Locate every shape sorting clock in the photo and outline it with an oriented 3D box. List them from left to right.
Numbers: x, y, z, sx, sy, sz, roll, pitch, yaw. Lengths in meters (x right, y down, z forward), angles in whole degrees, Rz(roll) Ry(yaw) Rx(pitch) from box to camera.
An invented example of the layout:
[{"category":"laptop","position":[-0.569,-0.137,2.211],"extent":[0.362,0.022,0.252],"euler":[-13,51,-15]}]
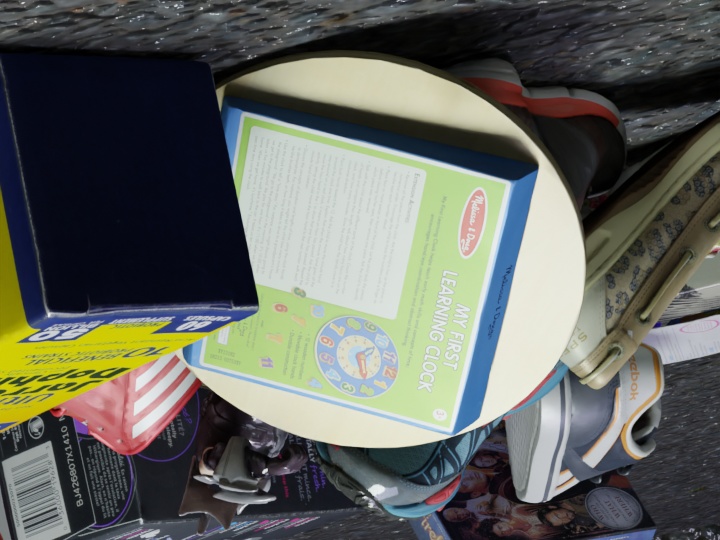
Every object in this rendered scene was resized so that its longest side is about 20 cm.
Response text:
[{"category":"shape sorting clock","position":[-0.001,-0.007,1.238],"extent":[0.199,0.201,0.039],"euler":[-18,-154,24]}]

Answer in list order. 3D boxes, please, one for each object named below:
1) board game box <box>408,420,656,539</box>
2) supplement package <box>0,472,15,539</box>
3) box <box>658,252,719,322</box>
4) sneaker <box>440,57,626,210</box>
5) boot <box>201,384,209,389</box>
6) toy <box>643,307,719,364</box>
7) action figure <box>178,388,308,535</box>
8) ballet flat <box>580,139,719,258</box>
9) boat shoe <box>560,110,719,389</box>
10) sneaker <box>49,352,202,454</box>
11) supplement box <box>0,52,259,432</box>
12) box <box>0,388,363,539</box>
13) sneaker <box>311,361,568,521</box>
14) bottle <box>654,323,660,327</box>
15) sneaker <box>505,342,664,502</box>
[{"category":"board game box","position":[0.079,0.110,1.773],"extent":[0.135,0.200,0.035],"euler":[-7,133,-24]},{"category":"supplement package","position":[-0.211,0.181,1.763],"extent":[0.191,0.201,0.147],"euler":[-3,164,-41]},{"category":"box","position":[0.189,-0.016,1.584],"extent":[0.199,0.069,0.082],"euler":[-13,169,6]},{"category":"sneaker","position":[0.070,-0.040,1.322],"extent":[0.077,0.082,0.200],"euler":[-18,167,26]},{"category":"boot","position":[-0.027,0.027,1.548],"extent":[0.199,0.075,0.097],"euler":[-15,171,20]},{"category":"toy","position":[0.237,0.014,1.673],"extent":[0.199,0.048,0.115],"euler":[-9,166,8]},{"category":"action figure","position":[-0.044,0.043,1.354],"extent":[0.069,0.131,0.201],"euler":[7,133,-3]},{"category":"ballet flat","position":[0.188,-0.045,1.498],"extent":[0.199,0.076,0.064],"euler":[-15,138,-10]},{"category":"boat shoe","position":[0.154,-0.022,1.371],"extent":[0.200,0.063,0.073],"euler":[-40,-178,-24]},{"category":"sneaker","position":[-0.166,0.054,1.395],"extent":[0.199,0.116,0.078],"euler":[-14,-151,12]},{"category":"supplement box","position":[-0.151,-0.005,1.192],"extent":[0.108,0.110,0.200],"euler":[-2,164,-41]},{"category":"box","position":[-0.108,0.101,1.685],"extent":[0.106,0.123,0.199],"euler":[-22,164,37]},{"category":"sneaker","position":[0.049,0.040,1.383],"extent":[0.200,0.079,0.096],"euler":[-43,167,-46]},{"category":"bottle","position":[0.091,0.031,1.705],"extent":[0.199,0.066,0.083],"euler":[0,160,-46]},{"category":"sneaker","position":[0.128,0.086,1.645],"extent":[0.079,0.079,0.200],"euler":[-6,167,-5]}]
